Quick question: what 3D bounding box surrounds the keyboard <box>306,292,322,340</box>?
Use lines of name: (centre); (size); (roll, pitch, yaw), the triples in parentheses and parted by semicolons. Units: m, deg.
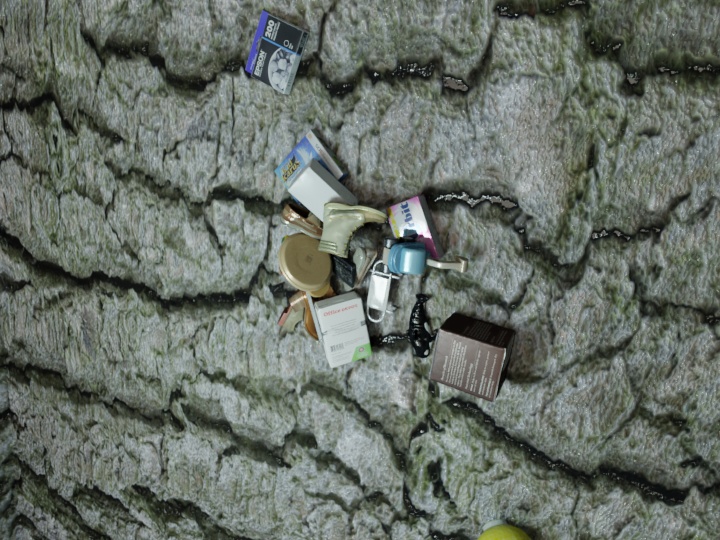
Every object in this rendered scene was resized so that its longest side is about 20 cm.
keyboard: (-0.153, 0.124, 1.722); (0.010, 0.056, 0.204); (-15, 80, -10)

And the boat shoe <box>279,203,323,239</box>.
boat shoe: (-0.156, -0.157, 1.714); (0.196, 0.076, 0.073); (16, 125, -15)

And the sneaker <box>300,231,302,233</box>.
sneaker: (-0.166, -0.058, 1.803); (0.104, 0.075, 0.203); (20, 102, -1)

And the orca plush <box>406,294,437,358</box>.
orca plush: (0.186, 0.181, 1.666); (0.103, 0.071, 0.204); (16, 108, 22)

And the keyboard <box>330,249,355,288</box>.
keyboard: (-0.058, -0.030, 1.701); (0.200, 0.020, 0.130); (-146, 56, -63)

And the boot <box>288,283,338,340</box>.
boot: (-0.134, 0.131, 1.822); (0.153, 0.077, 0.202); (-28, 113, 0)

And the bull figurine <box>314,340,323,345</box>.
bull figurine: (-0.081, 0.221, 1.801); (0.119, 0.065, 0.204); (10, 101, -20)

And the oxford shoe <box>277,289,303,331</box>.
oxford shoe: (-0.211, 0.124, 1.869); (0.074, 0.071, 0.201); (31, 115, -12)

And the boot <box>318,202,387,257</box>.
boot: (-0.024, -0.114, 1.603); (0.196, 0.072, 0.158); (8, 82, 8)

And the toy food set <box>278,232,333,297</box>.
toy food set: (-0.172, -0.026, 1.704); (0.048, 0.197, 0.202); (-32, 45, 51)

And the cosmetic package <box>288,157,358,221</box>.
cosmetic package: (-0.114, -0.235, 1.676); (0.112, 0.082, 0.200); (-38, 110, 27)

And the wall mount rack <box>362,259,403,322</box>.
wall mount rack: (0.044, 0.053, 1.713); (0.171, 0.074, 0.204); (16, 107, 20)

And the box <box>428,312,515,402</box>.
box: (0.325, 0.245, 1.557); (0.197, 0.165, 0.168); (15, 109, 23)

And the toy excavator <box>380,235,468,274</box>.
toy excavator: (0.179, -0.027, 1.525); (0.199, 0.192, 0.102); (25, 113, 47)

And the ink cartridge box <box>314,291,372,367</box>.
ink cartridge box: (-0.055, 0.186, 1.719); (0.143, 0.084, 0.204); (-15, 108, -11)

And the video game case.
video game case: (-0.162, -0.318, 1.746); (0.199, 0.045, 0.183); (-41, 81, 28)

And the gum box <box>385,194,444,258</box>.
gum box: (0.165, -0.111, 1.615); (0.112, 0.066, 0.204); (-18, 93, 28)

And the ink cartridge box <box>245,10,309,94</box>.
ink cartridge box: (-0.280, -0.700, 1.722); (0.198, 0.043, 0.201); (31, 114, 19)

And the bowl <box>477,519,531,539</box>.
bowl: (0.431, 0.837, 1.657); (0.200, 0.198, 0.109); (-45, 37, 27)

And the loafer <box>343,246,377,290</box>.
loafer: (0.000, 0.000, 1.668); (0.201, 0.062, 0.073); (117, 144, -52)
